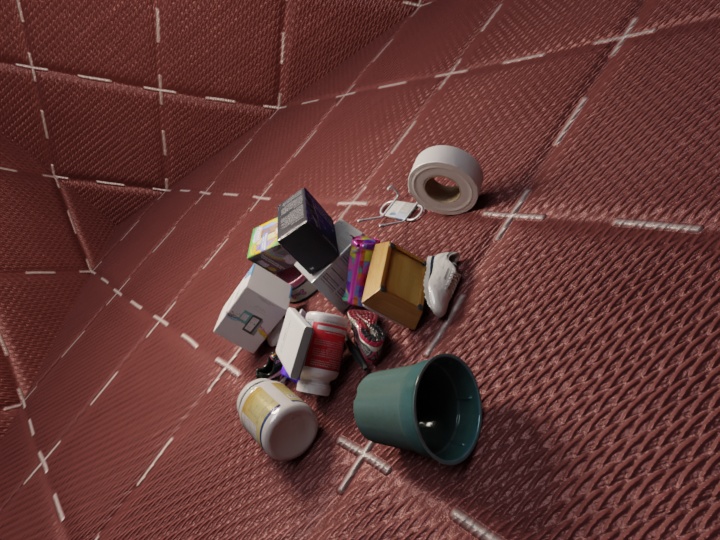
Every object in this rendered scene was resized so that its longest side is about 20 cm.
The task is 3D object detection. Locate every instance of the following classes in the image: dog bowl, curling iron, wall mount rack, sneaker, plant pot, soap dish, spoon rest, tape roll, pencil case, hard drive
[{"bbox_3d":[-0.197,0.006,1.734,0.200,0.074,0.200,-27,37,22],"label":"dog bowl"},{"bbox_3d":[-0.027,0.212,1.375,0.050,0.026,0.200,-52,34,-2],"label":"curling iron"},{"bbox_3d":[0.094,-0.188,1.649,0.174,0.075,0.200,-52,34,-13],"label":"wall mount rack"},{"bbox_3d":[-0.208,0.250,1.462,0.200,0.086,0.080,-46,35,-7],"label":"sneaker"},{"bbox_3d":[0.103,0.271,1.043,0.196,0.200,0.200,-14,42,47],"label":"plant pot"},{"bbox_3d":[0.094,0.031,1.330,0.081,0.157,0.200,-45,23,46],"label":"soap dish"},{"bbox_3d":[-0.219,0.176,1.597,0.200,0.061,0.100,-28,33,44],"label":"spoon rest"},{"bbox_3d":[0.207,0.028,1.303,0.080,0.076,0.200,-13,44,23],"label":"sneaker"},{"bbox_3d":[0.235,-0.248,1.459,0.202,0.202,0.071,-8,47,40],"label":"tape roll"},{"bbox_3d":[0.008,0.160,1.358,0.200,0.080,0.075,-112,28,-65],"label":"sneaker"},{"bbox_3d":[0.000,0.000,1.438,0.088,0.088,0.200,38,127,56],"label":"pencil case"},{"bbox_3d":[-0.171,0.180,1.339,0.200,0.027,0.132,-154,80,-69],"label":"hard drive"}]

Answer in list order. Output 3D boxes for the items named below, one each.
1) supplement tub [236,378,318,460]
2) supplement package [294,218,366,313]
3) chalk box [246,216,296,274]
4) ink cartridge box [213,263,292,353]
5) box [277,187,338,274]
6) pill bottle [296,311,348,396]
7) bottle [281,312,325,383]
[{"bbox_3d":[-0.211,0.359,1.293,0.144,0.144,0.200,-52,34,-13],"label":"supplement tub"},{"bbox_3d":[-0.056,-0.016,1.543,0.200,0.151,0.152,-45,34,-4],"label":"supplement package"},{"bbox_3d":[-0.282,-0.078,1.719,0.200,0.124,0.124,-18,52,34],"label":"chalk box"},{"bbox_3d":[-0.328,0.117,1.613,0.200,0.146,0.147,-50,18,23],"label":"ink cartridge box"},{"bbox_3d":[-0.150,-0.114,1.480,0.104,0.148,0.200,-32,35,14],"label":"box"},{"bbox_3d":[-0.102,0.212,1.337,0.112,0.112,0.201,-2,73,45],"label":"pill bottle"},{"bbox_3d":[-0.134,0.210,1.422,0.200,0.083,0.065,-60,10,-16],"label":"bottle"}]
